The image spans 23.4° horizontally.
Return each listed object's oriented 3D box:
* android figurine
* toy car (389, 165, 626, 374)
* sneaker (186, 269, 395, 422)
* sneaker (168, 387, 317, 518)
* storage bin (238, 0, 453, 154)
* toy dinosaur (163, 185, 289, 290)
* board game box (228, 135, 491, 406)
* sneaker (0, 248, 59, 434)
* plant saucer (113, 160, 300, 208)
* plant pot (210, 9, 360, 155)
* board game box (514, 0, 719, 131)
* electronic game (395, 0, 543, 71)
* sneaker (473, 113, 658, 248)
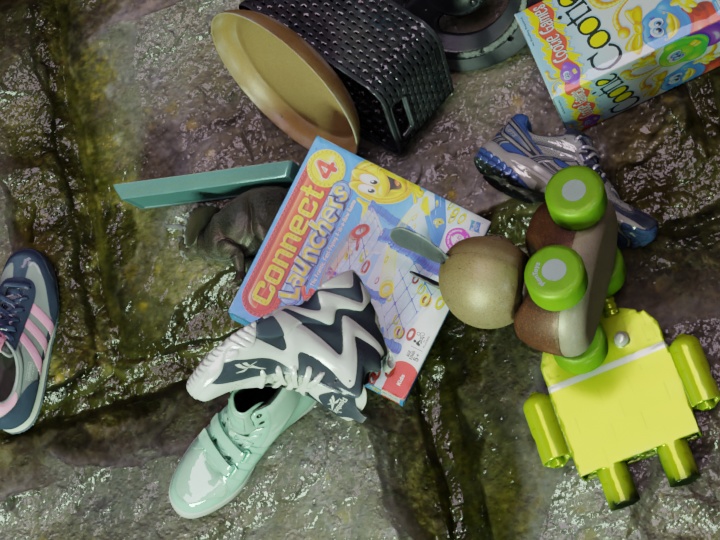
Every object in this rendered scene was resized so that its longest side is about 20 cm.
[{"bbox_3d":[0.245,0.118,1.647,0.181,0.041,0.201,-21,71,11],"label":"android figurine"},{"bbox_3d":[0.132,-0.006,1.614,0.198,0.165,0.159,8,64,20],"label":"toy car"},{"bbox_3d":[-0.054,0.100,1.625,0.198,0.079,0.130,-29,82,-28],"label":"sneaker"},{"bbox_3d":[-0.131,0.157,1.709,0.201,0.118,0.074,-47,69,1],"label":"sneaker"},{"bbox_3d":[-0.013,-0.226,1.766,0.199,0.135,0.094,35,77,23],"label":"storage bin"},{"bbox_3d":[-0.108,-0.043,1.784,0.199,0.077,0.103,-23,82,14],"label":"toy dinosaur"},{"bbox_3d":[0.000,0.000,1.718,0.195,0.056,0.201,26,83,4],"label":"board game box"},{"bbox_3d":[-0.366,0.066,1.828,0.070,0.082,0.202,-4,73,16],"label":"sneaker"},{"bbox_3d":[-0.155,-0.088,1.814,0.198,0.070,0.019,-7,79,15],"label":"plant saucer"},{"bbox_3d":[-0.070,-0.191,1.753,0.200,0.200,0.028,36,72,23],"label":"plant pot"},{"bbox_3d":[0.268,-0.234,1.706,0.199,0.103,0.106,-25,68,9],"label":"board game box"},{"bbox_3d":[0.096,-0.297,1.755,0.198,0.042,0.201,9,121,14],"label":"electronic game"},{"bbox_3d":[0.211,-0.095,1.701,0.199,0.077,0.085,30,79,21],"label":"sneaker"}]
